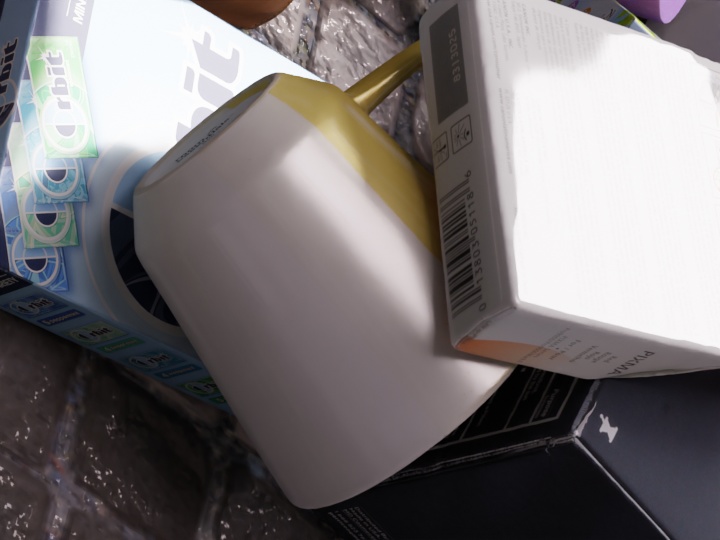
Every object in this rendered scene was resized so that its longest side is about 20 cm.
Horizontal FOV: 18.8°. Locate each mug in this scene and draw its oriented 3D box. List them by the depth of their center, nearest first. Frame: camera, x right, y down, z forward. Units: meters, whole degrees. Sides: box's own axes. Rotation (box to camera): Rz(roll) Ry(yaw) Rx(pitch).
[{"bbox_3d":[-0.013,-0.012,0.966,0.153,0.149,0.187,50,40,-12],"label":"mug"}]

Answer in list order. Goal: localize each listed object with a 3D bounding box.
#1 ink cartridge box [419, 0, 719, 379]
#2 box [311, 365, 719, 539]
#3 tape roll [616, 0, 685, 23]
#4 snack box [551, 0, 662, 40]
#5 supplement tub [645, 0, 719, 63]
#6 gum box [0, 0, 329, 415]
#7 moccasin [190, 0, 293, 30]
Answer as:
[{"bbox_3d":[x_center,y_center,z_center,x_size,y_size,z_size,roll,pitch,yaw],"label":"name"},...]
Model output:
[{"bbox_3d":[0.120,-0.029,0.957,0.199,0.050,0.164,16,57,-35],"label":"ink cartridge box"},{"bbox_3d":[0.108,0.059,1.053,0.123,0.198,0.201,45,55,-19],"label":"box"},{"bbox_3d":[0.185,-0.255,1.312,0.065,0.201,0.200,20,35,14],"label":"tape roll"},{"bbox_3d":[0.167,-0.075,1.176,0.168,0.068,0.200,41,10,-14],"label":"snack box"},{"bbox_3d":[0.283,-0.184,1.512,0.145,0.144,0.200,49,37,-15],"label":"supplement tub"},{"bbox_3d":[-0.092,-0.041,1.015,0.199,0.044,0.171,28,60,-36],"label":"gum box"},{"bbox_3d":[-0.097,-0.167,1.092,0.200,0.077,0.074,13,57,-46],"label":"moccasin"}]
